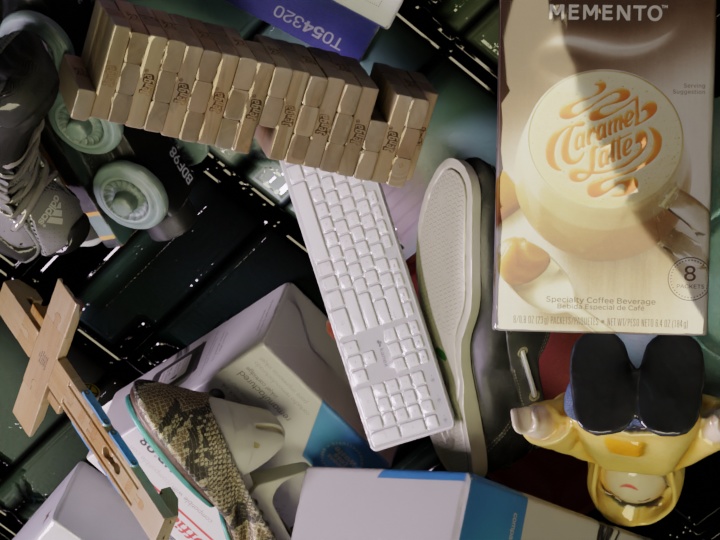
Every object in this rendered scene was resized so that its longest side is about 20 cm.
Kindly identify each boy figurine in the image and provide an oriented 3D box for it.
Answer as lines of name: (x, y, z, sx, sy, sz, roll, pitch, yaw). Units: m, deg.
boy figurine: (0.144, 0.088, 1.454, 0.124, 0.065, 0.200, 1, 159, 4)

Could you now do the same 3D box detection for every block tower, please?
block tower: (-0.058, -0.096, 1.425, 0.199, 0.054, 0.058, 10, 110, -20)

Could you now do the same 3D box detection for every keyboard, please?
keyboard: (0.000, 0.000, 1.498, 0.056, 0.011, 0.201, -18, 88, 23)

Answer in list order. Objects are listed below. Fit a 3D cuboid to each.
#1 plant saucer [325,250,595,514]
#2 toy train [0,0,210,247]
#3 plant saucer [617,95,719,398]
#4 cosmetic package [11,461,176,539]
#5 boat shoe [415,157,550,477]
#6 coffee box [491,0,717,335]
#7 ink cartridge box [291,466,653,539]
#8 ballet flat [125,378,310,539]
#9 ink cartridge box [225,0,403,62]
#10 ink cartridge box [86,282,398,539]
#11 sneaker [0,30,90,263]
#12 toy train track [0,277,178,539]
plant saucer: (0.116, 0.037, 1.540, 0.200, 0.037, 0.199, 42, 125, -16)
toy train: (-0.169, -0.097, 1.495, 0.114, 0.085, 0.200, -8, 126, 35)
plant saucer: (0.225, 0.000, 1.449, 0.200, 0.039, 0.202, 1, 116, 2)
cosmetic package: (-0.134, 0.223, 1.721, 0.200, 0.074, 0.102, 36, 121, -11)
boat shoe: (0.072, 0.023, 1.490, 0.067, 0.072, 0.201, -16, 121, -19)
coffee box: (0.126, -0.073, 1.375, 0.114, 0.080, 0.201, 1, 102, 6)
ink cartridge box: (0.078, 0.179, 1.546, 0.200, 0.084, 0.144, 22, 164, -38)
ballet flat: (-0.065, 0.126, 1.561, 0.075, 0.068, 0.200, -25, 124, 4)
ink cartridge box: (-0.050, -0.212, 1.397, 0.196, 0.043, 0.200, 26, 127, -6)
ink cartridge box: (-0.081, 0.107, 1.625, 0.200, 0.067, 0.116, -33, 112, 33)
sneaker: (-0.180, -0.059, 1.428, 0.115, 0.075, 0.200, 43, 158, -17)
toy train track: (-0.157, 0.080, 1.587, 0.200, 0.032, 0.115, 53, 136, 31)
